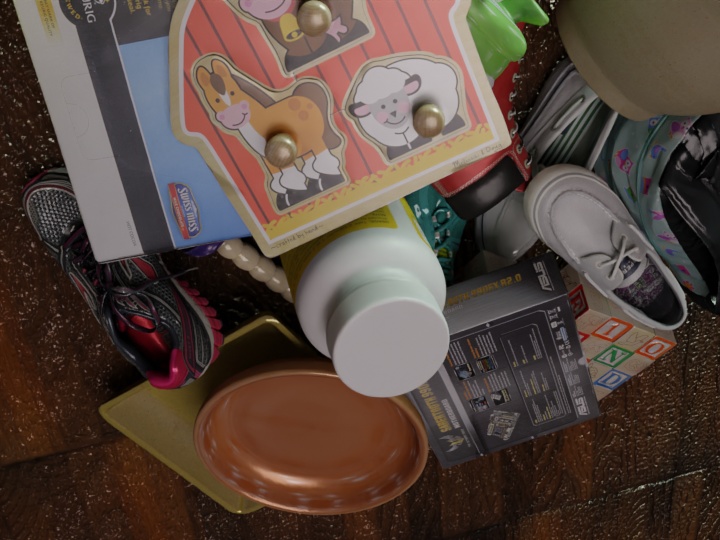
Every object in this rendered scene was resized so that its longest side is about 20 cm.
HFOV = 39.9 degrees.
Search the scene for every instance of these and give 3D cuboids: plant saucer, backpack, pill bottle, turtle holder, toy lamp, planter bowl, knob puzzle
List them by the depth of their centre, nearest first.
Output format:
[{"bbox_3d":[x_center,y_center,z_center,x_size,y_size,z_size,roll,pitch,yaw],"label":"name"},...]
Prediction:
[{"bbox_3d":[-0.026,-0.120,0.581,0.218,0.031,0.221,0,117,0],"label":"knob puzzle"},{"bbox_3d":[0.018,-0.183,0.655,0.132,0.141,0.186,-43,89,18],"label":"turtle holder"},{"bbox_3d":[0.232,-0.197,0.737,0.200,0.201,0.135,29,137,-29],"label":"planter bowl"},{"bbox_3d":[0.000,0.000,0.739,0.110,0.200,0.112,-7,122,-10],"label":"pill bottle"},{"bbox_3d":[-0.041,0.139,0.847,0.199,0.038,0.201,2,134,2],"label":"plant saucer"},{"bbox_3d":[-0.062,0.015,0.851,0.200,0.058,0.058,34,107,-30],"label":"toy lamp"},{"bbox_3d":[0.294,-0.071,0.854,0.200,0.126,0.167,38,87,-36],"label":"backpack"},{"bbox_3d":[-0.096,0.123,0.894,0.199,0.049,0.200,-28,127,22],"label":"plant saucer"}]

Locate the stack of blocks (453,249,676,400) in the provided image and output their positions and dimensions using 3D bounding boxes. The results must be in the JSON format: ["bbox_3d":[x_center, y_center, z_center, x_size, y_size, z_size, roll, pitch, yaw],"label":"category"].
[{"bbox_3d":[0.176,0.048,0.915,0.199,0.059,0.115,20,134,-27],"label":"stack of blocks"}]

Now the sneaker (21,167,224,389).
[{"bbox_3d":[-0.186,0.003,0.767,0.081,0.075,0.200,-41,94,20],"label":"sneaker"}]

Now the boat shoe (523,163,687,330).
[{"bbox_3d":[0.207,-0.011,0.814,0.072,0.069,0.200,-42,127,4],"label":"boat shoe"}]

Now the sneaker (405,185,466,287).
[{"bbox_3d":[0.062,-0.016,0.853,0.077,0.080,0.201,2,120,-17],"label":"sneaker"}]

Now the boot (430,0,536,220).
[{"bbox_3d":[0.111,-0.144,0.770,0.144,0.072,0.200,37,94,-22],"label":"boot"}]

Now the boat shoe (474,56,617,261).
[{"bbox_3d":[0.155,-0.083,0.844,0.073,0.067,0.201,8,120,-20],"label":"boat shoe"}]

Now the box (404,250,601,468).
[{"bbox_3d":[0.114,0.084,0.856,0.157,0.049,0.200,-20,138,8],"label":"box"}]

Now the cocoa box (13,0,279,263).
[{"bbox_3d":[-0.131,-0.129,0.668,0.130,0.134,0.201,-10,115,3],"label":"cocoa box"}]
